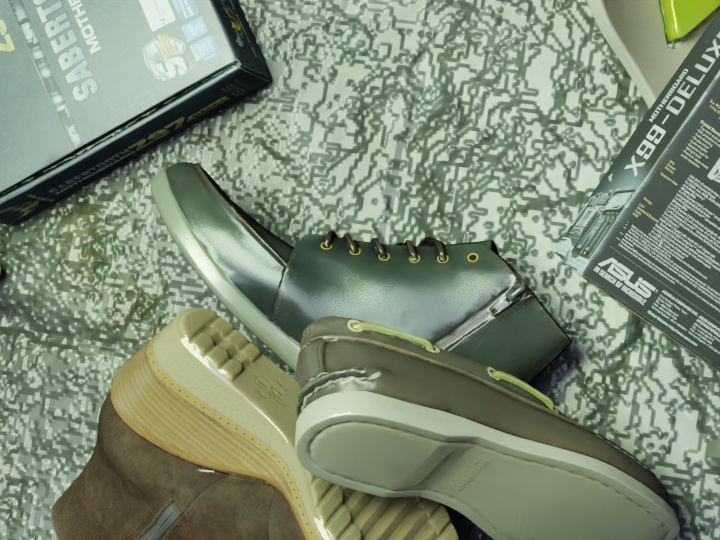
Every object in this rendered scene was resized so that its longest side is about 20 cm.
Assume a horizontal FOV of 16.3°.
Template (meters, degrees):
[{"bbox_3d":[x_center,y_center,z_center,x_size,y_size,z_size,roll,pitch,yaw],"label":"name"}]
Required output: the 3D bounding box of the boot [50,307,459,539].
[{"bbox_3d":[-0.048,0.128,1.145,0.200,0.072,0.167,46,134,14],"label":"boot"}]

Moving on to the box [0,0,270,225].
[{"bbox_3d":[-0.155,-0.146,1.233,0.157,0.051,0.201,-27,77,14],"label":"box"}]

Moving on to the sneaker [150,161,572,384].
[{"bbox_3d":[0.000,0.000,1.162,0.200,0.075,0.106,45,94,7],"label":"sneaker"}]

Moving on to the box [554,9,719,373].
[{"bbox_3d":[0.207,-0.014,1.054,0.199,0.050,0.158,33,95,-13],"label":"box"}]

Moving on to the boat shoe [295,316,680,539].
[{"bbox_3d":[0.057,0.074,1.088,0.072,0.199,0.060,-43,39,39],"label":"boat shoe"}]

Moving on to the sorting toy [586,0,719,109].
[{"bbox_3d":[0.198,-0.105,1.097,0.198,0.107,0.182,-11,93,5],"label":"sorting toy"}]
